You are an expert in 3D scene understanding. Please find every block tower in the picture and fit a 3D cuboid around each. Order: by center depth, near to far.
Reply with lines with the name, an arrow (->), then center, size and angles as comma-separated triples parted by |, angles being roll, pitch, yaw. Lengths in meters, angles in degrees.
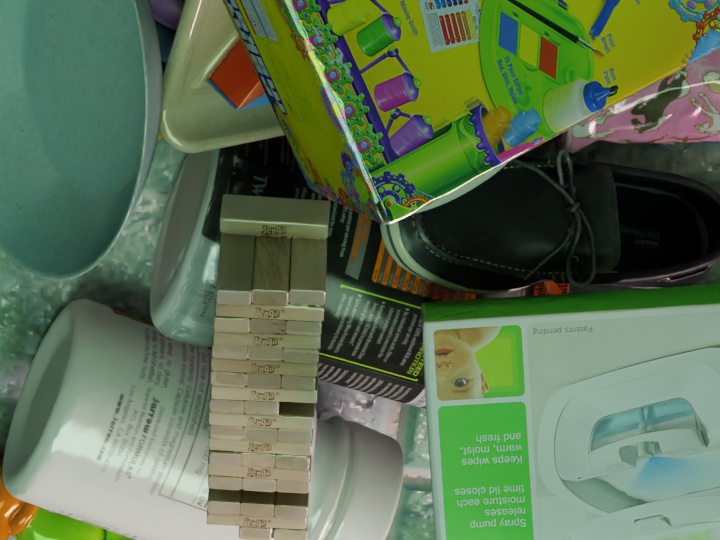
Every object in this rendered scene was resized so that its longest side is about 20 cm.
block tower -> -0.047, 0.052, 1.394 | 0.054, 0.058, 0.200 | 3, 135, -1

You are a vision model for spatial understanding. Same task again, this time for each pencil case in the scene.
pencil case -> 0.192, -0.098, 1.427 | 0.199, 0.083, 0.087 | -1, 135, -3

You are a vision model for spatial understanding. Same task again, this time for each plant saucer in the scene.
plant saucer -> -0.143, -0.097, 1.368 | 0.039, 0.201, 0.201 | -8, 133, -36

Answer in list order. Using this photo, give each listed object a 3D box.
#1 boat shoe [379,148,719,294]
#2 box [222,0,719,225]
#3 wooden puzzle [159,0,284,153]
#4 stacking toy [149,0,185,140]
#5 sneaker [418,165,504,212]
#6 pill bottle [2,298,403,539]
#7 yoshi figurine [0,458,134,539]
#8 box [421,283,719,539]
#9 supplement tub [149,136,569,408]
boat shoe -> 0.102, -0.025, 1.411 | 0.199, 0.075, 0.062 | 5, 168, -28
box -> 0.036, -0.157, 1.218 | 0.192, 0.122, 0.201 | -27, 106, -11
wooden puzzle -> 0.003, -0.150, 1.348 | 0.185, 0.046, 0.201 | -14, 133, -38
stacking toy -> -0.114, -0.096, 1.421 | 0.085, 0.086, 0.200 | 20, 126, -16
sneaker -> 0.068, -0.114, 1.354 | 0.200, 0.078, 0.079 | -40, 142, -5
pill bottle -> -0.084, 0.100, 1.537 | 0.199, 0.115, 0.115 | 21, 122, -17
yoshi figurine -> -0.141, 0.179, 1.605 | 0.199, 0.113, 0.112 | 22, 138, -20
box -> 0.133, 0.100, 1.373 | 0.199, 0.097, 0.177 | -3, 95, 2
supplement tub -> 0.000, 0.000, 1.465 | 0.199, 0.123, 0.123 | 17, 123, -14
